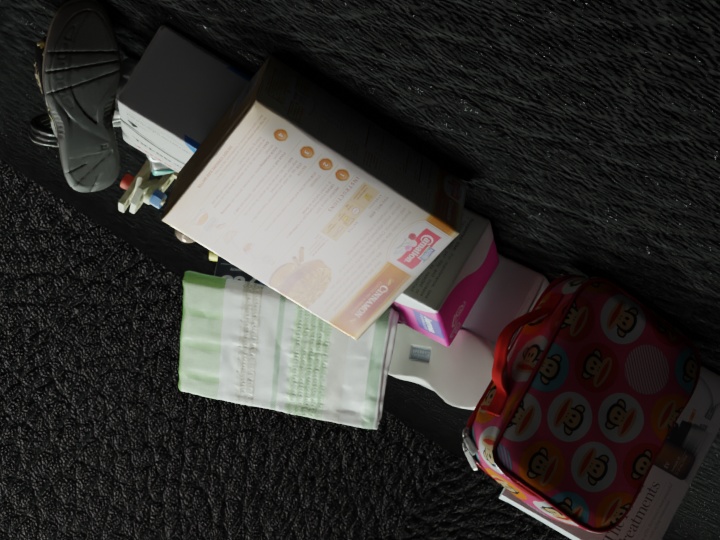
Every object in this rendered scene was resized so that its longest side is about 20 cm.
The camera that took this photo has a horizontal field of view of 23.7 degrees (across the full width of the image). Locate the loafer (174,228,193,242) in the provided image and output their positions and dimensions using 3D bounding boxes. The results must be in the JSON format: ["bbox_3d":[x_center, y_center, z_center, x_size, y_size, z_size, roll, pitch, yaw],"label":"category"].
[{"bbox_3d":[-0.156,-0.078,1.820,0.071,0.063,0.200,20,-164,9],"label":"loafer"}]

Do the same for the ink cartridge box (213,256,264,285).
[{"bbox_3d":[-0.087,-0.011,1.660,0.099,0.201,0.039,4,150,4],"label":"ink cartridge box"}]

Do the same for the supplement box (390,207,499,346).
[{"bbox_3d":[0.016,-0.030,1.574,0.199,0.104,0.101,26,165,19],"label":"supplement box"}]

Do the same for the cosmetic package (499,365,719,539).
[{"bbox_3d":[0.242,0.161,1.608,0.150,0.201,0.052,28,172,8],"label":"cosmetic package"}]

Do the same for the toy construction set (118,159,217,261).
[{"bbox_3d":[-0.172,-0.069,1.937,0.199,0.132,0.092,31,174,-9],"label":"toy construction set"}]

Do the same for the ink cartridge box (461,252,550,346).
[{"bbox_3d":[0.126,0.042,1.709,0.144,0.085,0.200,26,172,24],"label":"ink cartridge box"}]

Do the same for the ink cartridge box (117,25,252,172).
[{"bbox_3d":[-0.140,-0.134,1.575,0.145,0.085,0.200,30,172,-2],"label":"ink cartridge box"}]

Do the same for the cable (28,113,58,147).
[{"bbox_3d":[-0.281,-0.157,1.792,0.097,0.051,0.200,22,-149,-1],"label":"cable"}]

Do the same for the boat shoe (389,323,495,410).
[{"bbox_3d":[0.094,0.094,1.634,0.068,0.073,0.200,11,175,-31],"label":"boat shoe"}]

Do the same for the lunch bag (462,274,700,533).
[{"bbox_3d":[0.184,0.108,1.486,0.176,0.201,0.082,36,170,-20],"label":"lunch bag"}]

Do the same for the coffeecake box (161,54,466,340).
[{"bbox_3d":[-0.037,-0.056,1.419,0.199,0.154,0.073,32,-144,-15],"label":"coffeecake box"}]

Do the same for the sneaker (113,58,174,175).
[{"bbox_3d":[-0.173,-0.127,1.734,0.199,0.089,0.075,31,171,-7],"label":"sneaker"}]

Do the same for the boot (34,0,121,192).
[{"bbox_3d":[-0.272,-0.194,1.632,0.151,0.073,0.201,-116,19,-49],"label":"boot"}]

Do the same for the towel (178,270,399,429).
[{"bbox_3d":[-0.069,0.071,1.594,0.199,0.031,0.150,12,129,3],"label":"towel"}]
